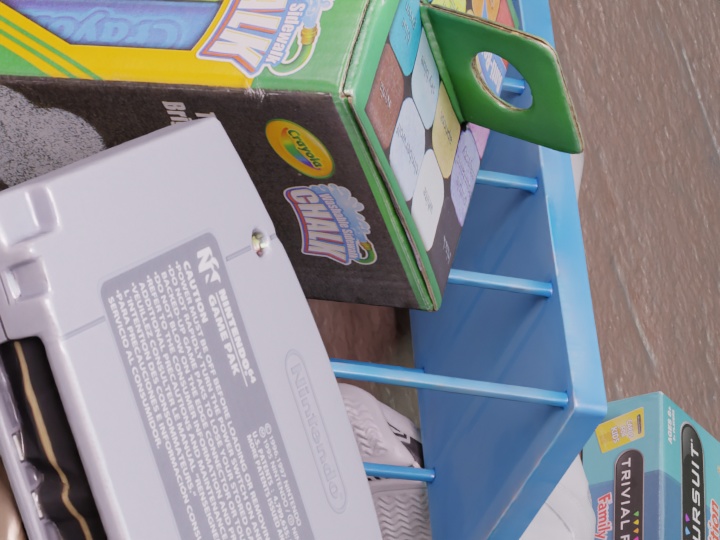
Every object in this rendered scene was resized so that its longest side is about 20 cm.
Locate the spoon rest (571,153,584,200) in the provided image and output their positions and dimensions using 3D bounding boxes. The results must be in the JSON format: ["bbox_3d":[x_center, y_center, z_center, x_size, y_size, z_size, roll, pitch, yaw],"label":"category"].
[{"bbox_3d":[0.067,-0.055,1.236,0.200,0.060,0.100,-108,176,-88],"label":"spoon rest"}]

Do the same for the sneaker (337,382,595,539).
[{"bbox_3d":[0.035,0.095,1.196,0.200,0.075,0.115,50,30,-30],"label":"sneaker"}]

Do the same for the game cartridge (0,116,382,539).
[{"bbox_3d":[-0.046,0.062,0.823,0.133,0.040,0.201,-25,100,-56],"label":"game cartridge"}]

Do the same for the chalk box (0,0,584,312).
[{"bbox_3d":[-0.023,-0.073,0.942,0.125,0.199,0.125,67,33,-54],"label":"chalk box"}]

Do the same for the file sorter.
[{"bbox_3d":[0.000,0.000,1.060,0.122,0.139,0.201,7,52,-17],"label":"file sorter"}]

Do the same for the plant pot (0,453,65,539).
[{"bbox_3d":[-0.104,0.098,0.834,0.201,0.092,0.202,30,53,-51],"label":"plant pot"}]

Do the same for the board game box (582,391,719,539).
[{"bbox_3d":[0.176,0.171,1.420,0.200,0.047,0.152,39,45,-46],"label":"board game box"}]
